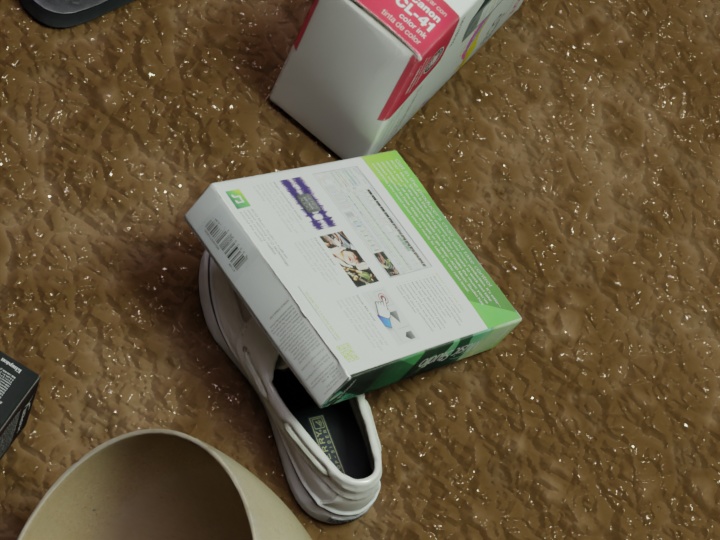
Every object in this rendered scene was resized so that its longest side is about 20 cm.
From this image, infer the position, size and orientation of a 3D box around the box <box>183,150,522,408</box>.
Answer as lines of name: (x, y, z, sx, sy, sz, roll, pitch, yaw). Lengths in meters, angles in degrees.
box: (0.000, 0.000, 1.213, 0.200, 0.036, 0.145, -15, 64, -53)

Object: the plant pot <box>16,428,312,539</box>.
plant pot: (-0.084, 0.199, 1.056, 0.134, 0.200, 0.201, 27, 49, -45)

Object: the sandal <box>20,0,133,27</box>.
sandal: (-0.140, -0.224, 1.338, 0.200, 0.043, 0.076, -37, 78, -30)

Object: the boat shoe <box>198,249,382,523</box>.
boat shoe: (-0.040, 0.054, 1.203, 0.072, 0.066, 0.201, -11, 66, -22)

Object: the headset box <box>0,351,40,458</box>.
headset box: (-0.294, 0.107, 1.088, 0.148, 0.075, 0.200, 31, 57, 1)

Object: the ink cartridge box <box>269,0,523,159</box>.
ink cartridge box: (0.044, -0.182, 1.312, 0.086, 0.148, 0.200, 40, 59, 7)
